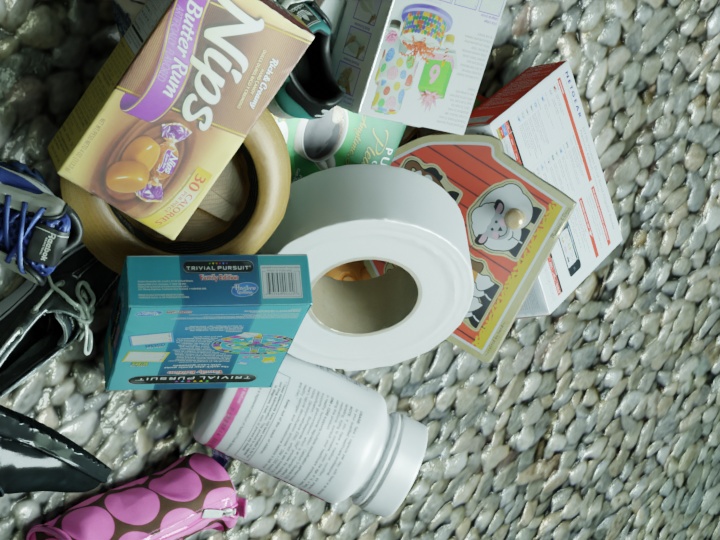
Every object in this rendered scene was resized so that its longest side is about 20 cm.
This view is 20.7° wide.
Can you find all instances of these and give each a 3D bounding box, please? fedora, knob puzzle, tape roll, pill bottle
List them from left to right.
[{"bbox_3d":[-0.158,-0.085,1.641,0.199,0.082,0.202,-7,114,-16],"label":"fedora"},{"bbox_3d":[-0.045,0.146,1.833,0.199,0.113,0.114,26,93,-10],"label":"pill bottle"},{"bbox_3d":[0.000,0.000,1.767,0.200,0.071,0.203,-4,138,-4],"label":"tape roll"},{"bbox_3d":[0.076,-0.038,1.848,0.030,0.218,0.221,-17,128,-68],"label":"knob puzzle"}]

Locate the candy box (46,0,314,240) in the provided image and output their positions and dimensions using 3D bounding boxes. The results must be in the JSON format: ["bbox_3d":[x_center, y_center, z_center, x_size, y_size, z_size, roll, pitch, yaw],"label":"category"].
[{"bbox_3d":[-0.140,-0.138,1.543,0.116,0.057,0.201,31,102,-28],"label":"candy box"}]

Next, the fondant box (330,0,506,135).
[{"bbox_3d":[0.057,-0.228,1.720,0.144,0.058,0.202,6,104,-47],"label":"fondant box"}]

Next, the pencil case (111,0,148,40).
[{"bbox_3d":[-0.161,-0.262,1.552,0.089,0.078,0.201,-15,127,-13],"label":"pencil case"}]

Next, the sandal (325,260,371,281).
[{"bbox_3d":[0.029,-0.006,1.924,0.206,0.080,0.059,-27,176,-35],"label":"sandal"}]

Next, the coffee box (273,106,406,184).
[{"bbox_3d":[-0.058,-0.116,1.762,0.199,0.044,0.124,12,104,-38],"label":"coffee box"}]

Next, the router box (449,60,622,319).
[{"bbox_3d":[0.176,-0.081,1.941,0.179,0.049,0.201,-39,115,-50],"label":"router box"}]

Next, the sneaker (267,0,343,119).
[{"bbox_3d":[-0.066,-0.221,1.648,0.071,0.080,0.201,-36,113,-32],"label":"sneaker"}]

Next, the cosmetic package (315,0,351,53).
[{"bbox_3d":[0.013,-0.293,1.741,0.201,0.071,0.101,-58,142,-5],"label":"cosmetic package"}]

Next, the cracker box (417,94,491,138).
[{"bbox_3d":[0.115,-0.066,1.946,0.133,0.057,0.202,12,74,-52],"label":"cracker box"}]

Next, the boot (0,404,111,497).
[{"bbox_3d":[-0.319,0.197,1.662,0.198,0.073,0.163,32,85,-46],"label":"boot"}]

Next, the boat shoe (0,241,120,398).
[{"bbox_3d":[-0.251,0.034,1.641,0.199,0.068,0.074,-37,137,-29],"label":"boat shoe"}]

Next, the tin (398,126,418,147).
[{"bbox_3d":[0.037,-0.209,1.851,0.111,0.042,0.201,7,107,-47],"label":"tin"}]

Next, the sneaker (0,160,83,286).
[{"bbox_3d":[-0.285,-0.045,1.514,0.199,0.115,0.081,7,107,-51],"label":"sneaker"}]

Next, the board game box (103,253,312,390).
[{"bbox_3d":[-0.133,0.046,1.666,0.150,0.047,0.200,0,157,-13],"label":"board game box"}]

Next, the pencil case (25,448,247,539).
[{"bbox_3d":[-0.202,0.235,1.804,0.199,0.093,0.091,-24,130,-38],"label":"pencil case"}]
